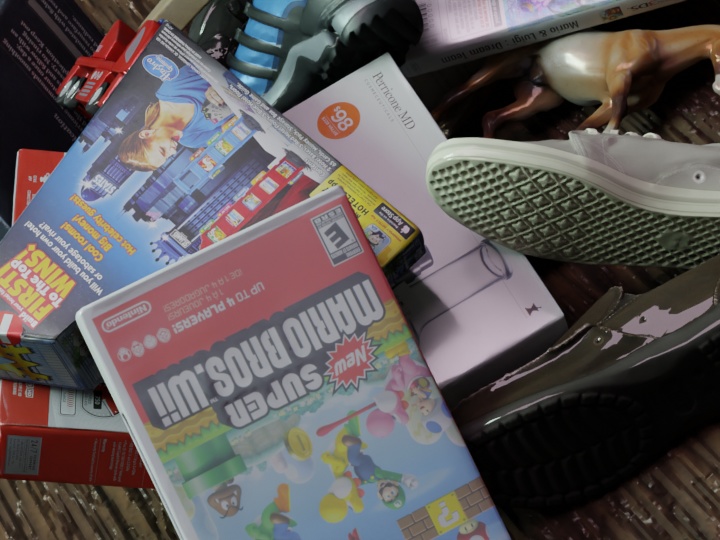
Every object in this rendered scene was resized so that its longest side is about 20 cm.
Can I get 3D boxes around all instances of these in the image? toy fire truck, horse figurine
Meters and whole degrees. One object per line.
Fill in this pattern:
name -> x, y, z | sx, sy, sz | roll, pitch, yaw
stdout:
toy fire truck -> -0.119, -0.143, 1.399 | 0.141, 0.049, 0.200 | -56, 18, -5
horse figurine -> 0.113, -0.099, 1.303 | 0.199, 0.050, 0.133 | 5, 45, 47

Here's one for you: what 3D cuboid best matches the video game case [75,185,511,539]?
video game case -> -0.029, 0.079, 1.110 | 0.142, 0.201, 0.017 | -26, 0, -14

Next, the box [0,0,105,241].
box -> -0.267, -0.065, 1.467 | 0.196, 0.118, 0.201 | -25, 28, 32

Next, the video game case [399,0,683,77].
video game case -> 0.098, -0.220, 1.336 | 0.181, 0.024, 0.201 | -14, 61, 16

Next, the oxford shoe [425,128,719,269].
oxford shoe -> 0.130, -0.042, 1.177 | 0.198, 0.075, 0.058 | 7, 56, -5

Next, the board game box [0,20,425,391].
board game box -> -0.100, 0.004, 1.192 | 0.200, 0.062, 0.200 | -43, 60, -12

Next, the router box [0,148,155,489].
router box -> -0.106, 0.027, 1.293 | 0.178, 0.049, 0.201 | 4, 48, -9

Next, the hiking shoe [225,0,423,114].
hiking shoe -> -0.039, -0.124, 1.337 | 0.200, 0.074, 0.087 | -37, 61, 40

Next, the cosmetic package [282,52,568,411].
cosmetic package -> 0.000, 0.000, 1.234 | 0.150, 0.052, 0.201 | -29, 57, -5

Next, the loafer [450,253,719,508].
loafer -> 0.128, 0.051, 1.162 | 0.199, 0.073, 0.072 | -24, 38, 6

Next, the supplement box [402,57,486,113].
supplement box -> 0.055, -0.192, 1.410 | 0.200, 0.074, 0.126 | -41, 46, 1

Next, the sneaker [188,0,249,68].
sneaker -> -0.085, -0.092, 1.450 | 0.104, 0.060, 0.200 | 25, 78, 48

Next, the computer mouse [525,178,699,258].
computer mouse -> 0.119, -0.028, 1.265 | 0.199, 0.034, 0.059 | -9, 31, 25
